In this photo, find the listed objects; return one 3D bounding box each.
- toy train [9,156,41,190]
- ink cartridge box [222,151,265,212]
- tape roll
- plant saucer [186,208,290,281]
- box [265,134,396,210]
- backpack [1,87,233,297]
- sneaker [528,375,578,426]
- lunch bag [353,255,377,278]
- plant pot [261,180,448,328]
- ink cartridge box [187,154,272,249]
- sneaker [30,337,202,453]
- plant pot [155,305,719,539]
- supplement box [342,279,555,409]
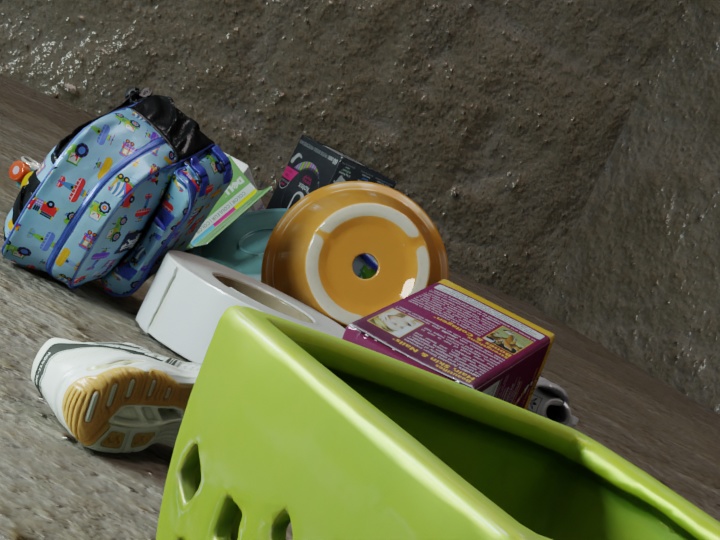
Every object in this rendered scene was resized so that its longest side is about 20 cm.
[{"bbox_3d":[-0.299,-0.054,1.768,0.200,0.056,0.150,28,3,-5],"label":"toy train"},{"bbox_3d":[-0.188,-0.085,2.111,0.116,0.068,0.200,29,-21,22],"label":"ink cartridge box"},{"bbox_3d":[-0.104,0.055,1.495,0.202,0.071,0.202,26,5,-3],"label":"tape roll"},{"bbox_3d":[-0.108,-0.024,1.856,0.200,0.027,0.200,-5,30,3],"label":"plant saucer"},{"bbox_3d":[-0.059,-0.067,2.232,0.106,0.200,0.122,22,6,-35],"label":"box"},{"bbox_3d":[-0.231,-0.061,1.491,0.134,0.183,0.200,39,21,3],"label":"backpack"},{"bbox_3d":[0.181,0.141,2.002,0.200,0.075,0.115,27,1,-24],"label":"sneaker"},{"bbox_3d":[0.002,0.035,2.006,0.200,0.127,0.170,43,4,-7],"label":"lunch bag"},{"bbox_3d":[0.000,0.000,1.663,0.200,0.200,0.183,26,-6,-3],"label":"plant pot"},{"bbox_3d":[-0.186,-0.075,1.858,0.059,0.104,0.200,53,-19,-11],"label":"ink cartridge box"},{"bbox_3d":[-0.128,0.081,1.075,0.088,0.076,0.200,31,6,42],"label":"sneaker"},{"bbox_3d":[0.031,0.149,0.562,0.199,0.182,0.200,23,5,-34],"label":"plant pot"},{"bbox_3d":[0.073,0.096,1.467,0.131,0.103,0.200,28,23,21],"label":"supplement box"}]
